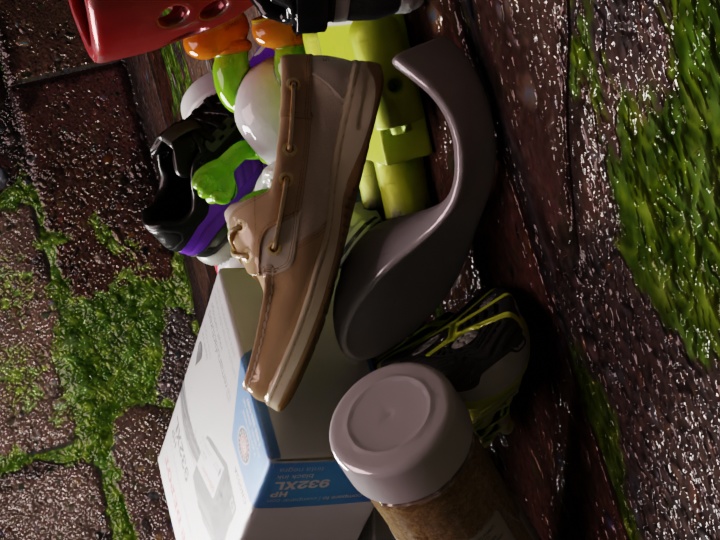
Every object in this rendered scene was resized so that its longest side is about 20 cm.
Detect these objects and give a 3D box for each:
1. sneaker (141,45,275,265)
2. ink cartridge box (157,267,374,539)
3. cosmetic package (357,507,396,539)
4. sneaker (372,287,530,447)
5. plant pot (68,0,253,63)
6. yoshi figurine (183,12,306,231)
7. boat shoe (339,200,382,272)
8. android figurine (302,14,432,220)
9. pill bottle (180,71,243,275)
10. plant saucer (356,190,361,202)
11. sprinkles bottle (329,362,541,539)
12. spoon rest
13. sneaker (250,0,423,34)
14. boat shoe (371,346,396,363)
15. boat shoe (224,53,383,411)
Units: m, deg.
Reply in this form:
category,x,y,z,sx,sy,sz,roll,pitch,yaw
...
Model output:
category,x,y,z,sx,sy,sz,roll,pitch,yaw
sneaker,-0.107,-0.102,1.169,0.069,0.099,0.201,35,102,44
ink cartridge box,-0.058,0.116,0.936,0.201,0.083,0.146,113,147,-44
cosmetic package,0.007,0.191,1.007,0.200,0.090,0.108,150,121,-67
sneaker,0.064,0.063,0.841,0.077,0.075,0.200,54,171,-1
plant pot,-0.122,-0.257,1.018,0.200,0.181,0.202,166,90,-79
yoshi figurine,-0.067,-0.084,1.092,0.112,0.111,0.201,-147,40,-64
boat shoe,0.000,0.000,1.025,0.071,0.072,0.200,41,-175,1
android figurine,0.000,-0.134,0.945,0.182,0.041,0.201,-143,38,-74
pill bottle,-0.093,-0.077,1.295,0.111,0.110,0.201,91,161,-55
plant saucer,-0.013,-0.076,1.142,0.070,0.019,0.201,-118,18,-49
sprinkles bottle,0.052,0.133,0.790,0.200,0.068,0.068,59,-177,-42
spoon rest,0.032,-0.026,0.822,0.061,0.099,0.201,39,138,29
sneaker,-0.041,-0.230,0.831,0.073,0.111,0.201,125,129,-75
boat shoe,0.035,0.100,1.032,0.200,0.071,0.077,-108,-6,-77
boat shoe,-0.041,-0.025,0.831,0.074,0.069,0.201,106,178,-79
